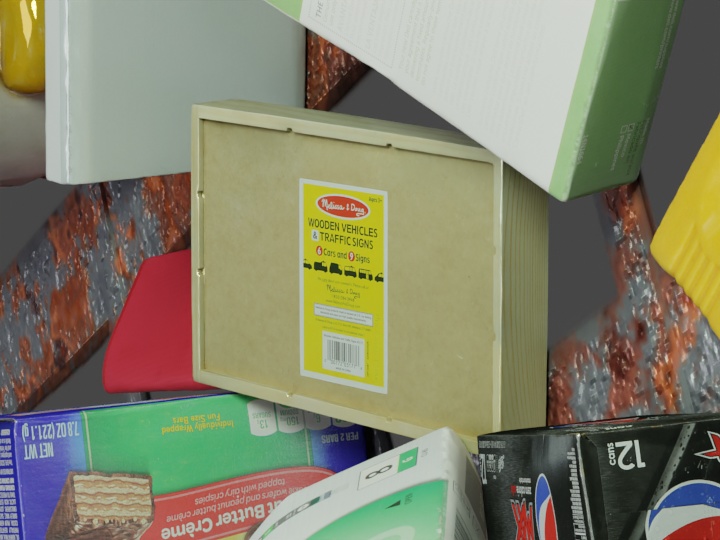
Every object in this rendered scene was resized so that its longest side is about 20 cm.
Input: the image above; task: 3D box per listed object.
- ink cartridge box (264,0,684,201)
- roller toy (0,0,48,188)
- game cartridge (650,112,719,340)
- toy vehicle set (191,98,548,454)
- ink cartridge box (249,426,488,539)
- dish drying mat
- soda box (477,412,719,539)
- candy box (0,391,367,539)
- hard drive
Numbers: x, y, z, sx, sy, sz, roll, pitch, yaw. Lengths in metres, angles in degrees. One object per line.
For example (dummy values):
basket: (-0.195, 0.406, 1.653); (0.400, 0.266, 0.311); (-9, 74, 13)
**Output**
ink cartridge box: (0.036, -0.136, 1.145); (0.200, 0.048, 0.146); (37, 129, 35)
roller toy: (-0.187, -0.131, 1.549); (0.201, 0.139, 0.183); (64, 147, 35)
game cartridge: (0.177, -0.022, 0.916); (0.200, 0.032, 0.177); (53, 125, 47)
toy vehicle set: (0.000, 0.000, 1.269); (0.199, 0.026, 0.125); (12, 105, 47)
ink cartridge box: (-0.047, 0.137, 1.151); (0.161, 0.199, 0.050); (-80, -33, -76)
dish drying mat: (-0.073, 0.023, 1.452); (0.200, 0.018, 0.077); (-6, 58, 63)
soda box: (0.092, 0.083, 1.046); (0.200, 0.070, 0.064); (160, 104, -82)
candy box: (-0.078, 0.157, 1.348); (0.077, 0.168, 0.202); (172, 92, -66)
hard drive: (-0.081, -0.144, 1.342); (0.027, 0.131, 0.202); (15, 108, 50)
